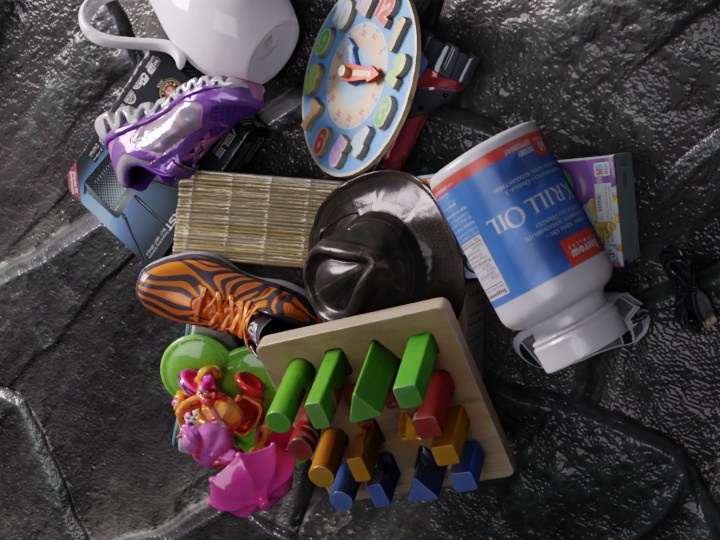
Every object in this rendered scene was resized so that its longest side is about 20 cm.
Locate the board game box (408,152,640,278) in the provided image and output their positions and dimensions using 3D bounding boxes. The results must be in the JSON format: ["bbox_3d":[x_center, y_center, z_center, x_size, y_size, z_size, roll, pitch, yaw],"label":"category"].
[{"bbox_3d":[0.160,-0.051,1.224,0.197,0.105,0.105,-4,94,22],"label":"board game box"}]

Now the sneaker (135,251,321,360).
[{"bbox_3d":[-0.129,0.039,1.297,0.197,0.112,0.079,9,107,-16],"label":"sneaker"}]

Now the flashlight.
[{"bbox_3d":[0.050,-0.136,1.271,0.068,0.067,0.202,41,113,50],"label":"flashlight"}]

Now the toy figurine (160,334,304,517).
[{"bbox_3d":[-0.127,0.165,1.285,0.199,0.184,0.151,32,107,-8],"label":"toy figurine"}]

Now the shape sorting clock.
[{"bbox_3d":[-0.004,-0.193,1.260,0.199,0.039,0.203,-23,60,48],"label":"shape sorting clock"}]

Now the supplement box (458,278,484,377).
[{"bbox_3d":[0.058,0.106,1.297,0.124,0.073,0.203,3,97,21],"label":"supplement box"}]

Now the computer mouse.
[{"bbox_3d":[0.237,0.040,1.222,0.198,0.110,0.044,-19,45,27],"label":"computer mouse"}]

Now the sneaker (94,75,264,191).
[{"bbox_3d":[-0.178,-0.135,1.288,0.198,0.080,0.090,-17,75,27],"label":"sneaker"}]

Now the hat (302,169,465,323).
[{"bbox_3d":[0.000,0.000,1.212,0.199,0.080,0.204,7,101,40],"label":"hat"}]

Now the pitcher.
[{"bbox_3d":[-0.178,-0.263,1.314,0.199,0.121,0.172,38,77,17],"label":"pitcher"}]

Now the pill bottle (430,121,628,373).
[{"bbox_3d":[0.153,-0.018,1.115,0.112,0.112,0.202,-30,86,21],"label":"pill bottle"}]

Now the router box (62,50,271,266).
[{"bbox_3d":[-0.213,-0.122,1.386,0.150,0.062,0.201,41,108,11],"label":"router box"}]

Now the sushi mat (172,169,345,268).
[{"bbox_3d":[-0.097,-0.052,1.335,0.197,0.012,0.097,4,99,-1],"label":"sushi mat"}]

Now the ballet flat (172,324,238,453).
[{"bbox_3d":[-0.165,0.107,1.398,0.069,0.069,0.203,13,104,20],"label":"ballet flat"}]

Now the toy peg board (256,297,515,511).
[{"bbox_3d":[0.016,0.151,1.187,0.198,0.098,0.201,-13,118,23],"label":"toy peg board"}]
